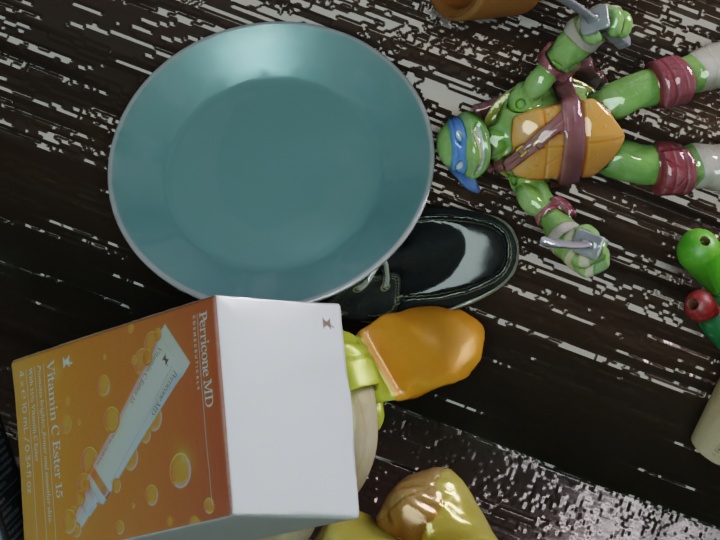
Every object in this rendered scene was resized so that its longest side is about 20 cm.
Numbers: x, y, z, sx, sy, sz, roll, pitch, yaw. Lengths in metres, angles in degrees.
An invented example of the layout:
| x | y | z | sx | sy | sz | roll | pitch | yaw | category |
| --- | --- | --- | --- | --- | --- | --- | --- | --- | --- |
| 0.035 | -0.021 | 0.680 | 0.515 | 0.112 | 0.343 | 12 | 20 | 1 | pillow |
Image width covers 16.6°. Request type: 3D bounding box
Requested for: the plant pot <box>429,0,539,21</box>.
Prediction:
| x | y | z | sx | sy | sz | roll | pitch | yaw | category |
| --- | --- | --- | --- | --- | --- | --- | --- | --- | --- |
| 0.118 | -0.248 | 1.440 | 0.139 | 0.200 | 0.202 | -3 | 93 | -15 | plant pot |

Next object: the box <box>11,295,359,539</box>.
| x | y | z | sx | sy | sz | roll | pitch | yaw | category |
| --- | --- | --- | --- | --- | --- | --- | --- | --- | --- |
| -0.105 | 0.096 | 1.430 | 0.097 | 0.199 | 0.125 | 6 | 74 | -43 | box |

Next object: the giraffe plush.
| x | y | z | sx | sy | sz | roll | pitch | yaw | category |
| --- | --- | --- | --- | --- | --- | --- | --- | --- | --- |
| 0.055 | 0.220 | 1.389 | 0.199 | 0.162 | 0.173 | 27 | 92 | -3 | giraffe plush |

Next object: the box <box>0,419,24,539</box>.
| x | y | z | sx | sy | sz | roll | pitch | yaw | category |
| --- | --- | --- | --- | --- | --- | --- | --- | --- | --- |
| -0.291 | 0.130 | 1.495 | 0.147 | 0.107 | 0.201 | -18 | 94 | 2 | box |

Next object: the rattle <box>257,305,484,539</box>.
| x | y | z | sx | sy | sz | roll | pitch | yaw | category |
| --- | --- | --- | --- | --- | --- | --- | --- | --- | --- |
| -0.026 | 0.112 | 1.511 | 0.130 | 0.143 | 0.201 | 26 | 114 | 23 | rattle |

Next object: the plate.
| x | y | z | sx | sy | sz | roll | pitch | yaw | category |
| --- | --- | --- | --- | --- | --- | --- | --- | --- | --- |
| -0.053 | -0.061 | 1.490 | 0.198 | 0.026 | 0.202 | -2 | 62 | 5 | plate |

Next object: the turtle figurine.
| x | y | z | sx | sy | sz | roll | pitch | yaw | category |
| --- | --- | --- | --- | --- | --- | --- | --- | --- | --- |
| 0.155 | -0.077 | 1.446 | 0.192 | 0.200 | 0.145 | -8 | 72 | -20 | turtle figurine |

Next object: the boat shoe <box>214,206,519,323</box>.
| x | y | z | sx | sy | sz | roll | pitch | yaw | category |
| --- | --- | --- | --- | --- | --- | --- | --- | --- | --- |
| 0.000 | 0.000 | 1.508 | 0.198 | 0.068 | 0.072 | -4 | 92 | -1 | boat shoe |

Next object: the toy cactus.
| x | y | z | sx | sy | sz | roll | pitch | yaw | category |
| --- | --- | --- | --- | --- | --- | --- | --- | --- | --- |
| 0.263 | 0.053 | 1.494 | 0.199 | 0.102 | 0.166 | 21 | 114 | -26 | toy cactus |
